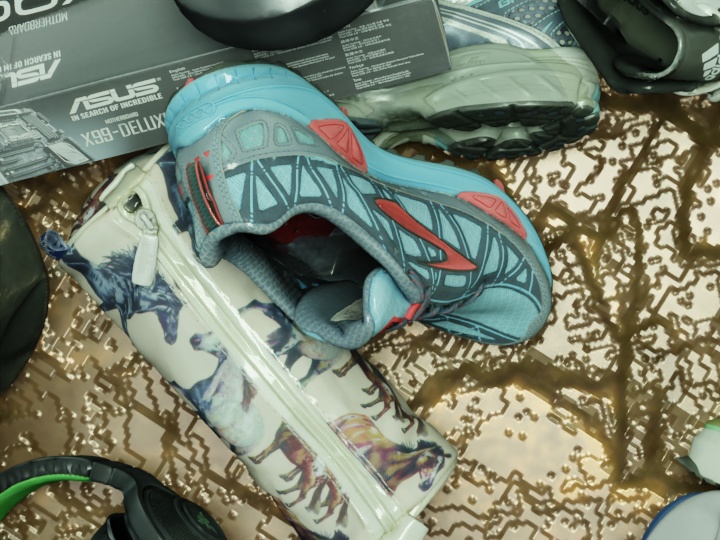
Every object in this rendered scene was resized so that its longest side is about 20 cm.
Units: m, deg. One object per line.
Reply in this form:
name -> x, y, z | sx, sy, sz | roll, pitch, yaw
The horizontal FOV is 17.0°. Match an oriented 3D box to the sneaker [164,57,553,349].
sneaker -> 0.000, 0.000, 0.970 | 0.079, 0.199, 0.096 | -36, 43, 35

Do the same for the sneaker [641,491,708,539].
sneaker -> 0.141, 0.193, 0.995 | 0.075, 0.088, 0.201 | 4, 89, 7

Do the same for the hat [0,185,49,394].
hat -> -0.182, 0.012, 1.025 | 0.200, 0.081, 0.202 | 21, 120, 43

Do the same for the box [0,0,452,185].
box -> -0.073, -0.131, 0.998 | 0.199, 0.050, 0.158 | -13, 53, 5

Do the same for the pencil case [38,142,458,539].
pencil case -> -0.043, 0.038, 1.007 | 0.078, 0.089, 0.200 | -41, 91, 9

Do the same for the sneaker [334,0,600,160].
sneaker -> 0.002, -0.092, 1.028 | 0.199, 0.078, 0.087 | -2, 70, 5

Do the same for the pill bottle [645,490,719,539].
pill bottle -> 0.208, 0.161, 0.941 | 0.199, 0.114, 0.115 | 16, 91, -23

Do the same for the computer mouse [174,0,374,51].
computer mouse -> -0.025, -0.145, 0.938 | 0.138, 0.201, 0.053 | -11, 132, 9

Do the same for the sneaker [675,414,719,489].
sneaker -> 0.217, 0.060, 0.958 | 0.199, 0.077, 0.089 | 8, 83, 42

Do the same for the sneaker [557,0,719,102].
sneaker -> 0.164, -0.074, 0.960 | 0.200, 0.115, 0.076 | 28, 119, 19

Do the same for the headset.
headset -> -0.094, 0.153, 1.014 | 0.199, 0.094, 0.124 | 18, 92, 17
